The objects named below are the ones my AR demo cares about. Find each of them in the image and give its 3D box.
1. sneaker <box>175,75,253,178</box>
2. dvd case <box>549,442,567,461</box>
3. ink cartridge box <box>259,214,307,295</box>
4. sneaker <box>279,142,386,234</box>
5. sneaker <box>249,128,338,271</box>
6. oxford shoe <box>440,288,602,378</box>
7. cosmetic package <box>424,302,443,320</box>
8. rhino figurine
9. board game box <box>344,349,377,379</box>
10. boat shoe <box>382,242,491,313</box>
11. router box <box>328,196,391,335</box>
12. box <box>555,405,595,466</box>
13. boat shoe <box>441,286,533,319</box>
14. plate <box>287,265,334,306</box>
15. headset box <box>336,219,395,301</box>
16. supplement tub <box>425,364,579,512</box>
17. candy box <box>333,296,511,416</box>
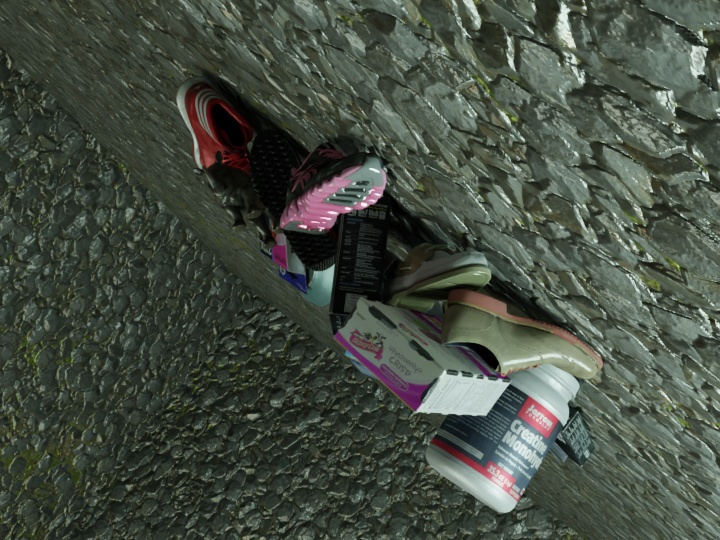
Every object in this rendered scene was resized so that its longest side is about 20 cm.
[{"bbox_3d":[-0.182,-0.160,1.364,0.116,0.078,0.201,45,167,47],"label":"sneaker"},{"bbox_3d":[0.232,0.225,1.609,0.149,0.016,0.200,47,170,-32],"label":"dvd case"},{"bbox_3d":[-0.117,-0.067,1.456,0.094,0.037,0.202,30,131,54],"label":"ink cartridge box"},{"bbox_3d":[-0.036,-0.110,1.149,0.078,0.097,0.199,12,161,-28],"label":"sneaker"},{"bbox_3d":[-0.087,-0.096,1.348,0.202,0.069,0.090,63,-170,-5],"label":"sneaker"},{"bbox_3d":[0.181,0.092,1.144,0.198,0.075,0.070,22,161,-5],"label":"oxford shoe"},{"bbox_3d":[0.122,0.090,1.392,0.083,0.050,0.200,61,164,8],"label":"cosmetic package"},{"bbox_3d":[-0.164,-0.100,1.333,0.088,0.059,0.200,66,-167,24],"label":"rhino figurine"},{"bbox_3d":[0.064,0.142,1.369,0.150,0.037,0.200,22,172,11],"label":"board game box"},{"bbox_3d":[0.083,0.001,1.187,0.074,0.069,0.199,9,162,-28],"label":"boat shoe"},{"bbox_3d":[0.000,0.000,1.278,0.061,0.152,0.200,6,169,1],"label":"router box"},{"bbox_3d":[0.276,0.219,1.598,0.193,0.048,0.200,37,172,31],"label":"box"},{"bbox_3d":[0.132,0.045,1.252,0.199,0.065,0.072,36,171,23],"label":"boat shoe"},{"bbox_3d":[-0.088,-0.043,1.474,0.200,0.025,0.202,37,134,52],"label":"plate"},{"bbox_3d":[0.022,0.018,1.545,0.199,0.075,0.149,39,170,0],"label":"headset box"},{"bbox_3d":[0.192,0.207,1.342,0.140,0.201,0.140,33,171,6],"label":"supplement tub"},{"bbox_3d":[0.076,0.104,1.155,0.136,0.061,0.199,40,-169,29],"label":"candy box"}]
